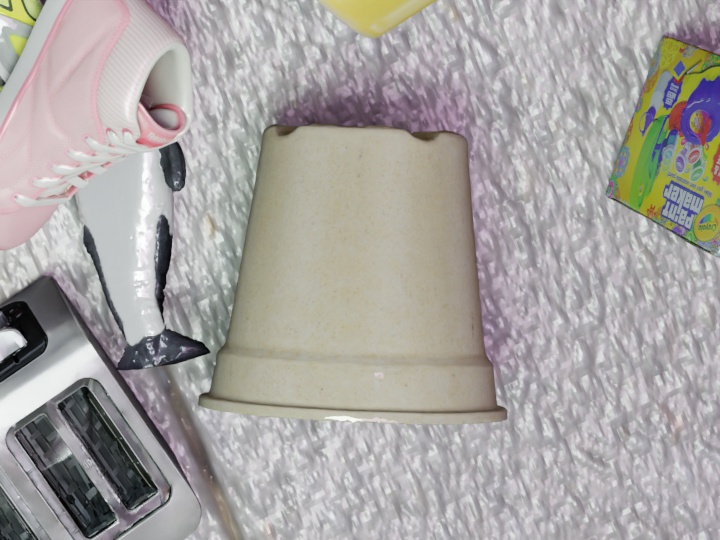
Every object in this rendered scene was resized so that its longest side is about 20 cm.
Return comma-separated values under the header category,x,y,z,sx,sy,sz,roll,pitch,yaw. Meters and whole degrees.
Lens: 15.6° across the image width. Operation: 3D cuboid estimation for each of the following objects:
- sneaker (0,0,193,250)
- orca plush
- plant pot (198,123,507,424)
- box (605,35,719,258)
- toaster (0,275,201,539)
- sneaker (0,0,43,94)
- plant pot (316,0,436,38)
category,x,y,z,sx,sy,sz,roll,pitch,yaw
sneaker,-0.171,-0.081,1.628,0.105,0.075,0.200,36,112,23
orca plush,-0.131,-0.039,1.694,0.105,0.071,0.200,-27,78,31
plant pot,0.000,0.000,1.693,0.200,0.200,0.184,3,90,-16
box,0.298,-0.058,1.742,0.192,0.200,0.122,17,98,-19
toaster,-0.217,0.136,1.689,0.181,0.119,0.200,-34,109,-5
sneaker,-0.251,-0.199,1.632,0.076,0.075,0.200,-40,120,-11
plant pot,0.031,-0.251,1.592,0.189,0.201,0.201,-42,110,13
